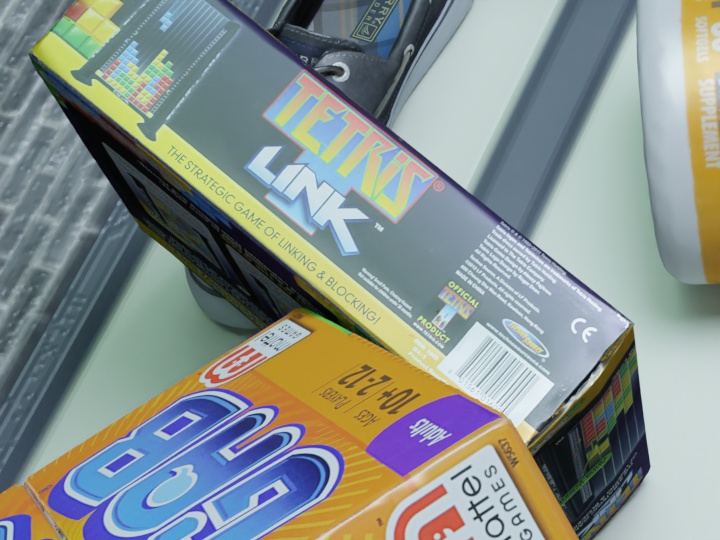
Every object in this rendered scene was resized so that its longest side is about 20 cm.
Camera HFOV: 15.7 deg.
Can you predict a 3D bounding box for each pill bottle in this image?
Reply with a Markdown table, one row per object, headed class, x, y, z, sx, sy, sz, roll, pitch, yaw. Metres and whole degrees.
| class | x | y | z | sx | sy | sz | roll | pitch | yaw |
| --- | --- | --- | --- | --- | --- | --- | --- | --- | --- |
| pill bottle | 0.198 | -0.059 | 0.888 | 0.199 | 0.117 | 0.117 | -5 | 54 | 11 |

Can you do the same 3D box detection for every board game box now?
| class | x | y | z | sx | sy | sz | roll | pitch | yaw |
| --- | --- | --- | --- | --- | --- | --- | --- | --- | --- |
| board game box | -0.026 | 0.156 | 0.690 | 0.199 | 0.200 | 0.200 | -32 | 13 | -10 |
| board game box | 0.000 | 0.000 | 0.836 | 0.200 | 0.165 | 0.057 | 40 | 82 | 17 |

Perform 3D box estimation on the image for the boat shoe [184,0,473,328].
| class | x | y | z | sx | sy | sz | roll | pitch | yaw |
| --- | --- | --- | --- | --- | --- | --- | --- | --- | --- |
| boat shoe | -0.012 | -0.073 | 0.980 | 0.070 | 0.066 | 0.200 | 19 | 62 | 25 |
